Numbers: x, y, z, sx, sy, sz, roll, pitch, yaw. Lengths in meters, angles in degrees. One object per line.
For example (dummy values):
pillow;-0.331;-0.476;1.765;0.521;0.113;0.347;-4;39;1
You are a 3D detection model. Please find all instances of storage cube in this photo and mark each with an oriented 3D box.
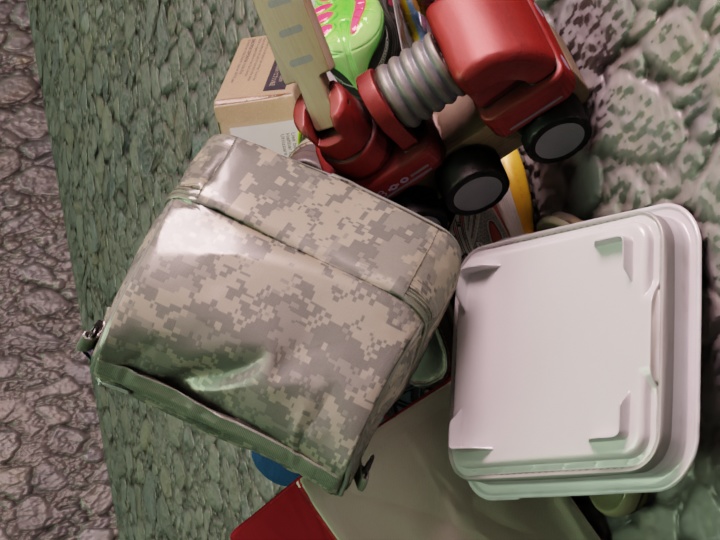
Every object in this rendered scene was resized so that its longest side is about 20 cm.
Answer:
storage cube;0.039;0.195;1.110;0.172;0.199;0.180;57;153;8

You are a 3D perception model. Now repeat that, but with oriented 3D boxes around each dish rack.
dish rack;0.119;0.050;0.955;0.199;0.043;0.174;-12;69;50

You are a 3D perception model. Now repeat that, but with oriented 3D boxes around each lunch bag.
lunch bag;-0.057;0.034;0.988;0.169;0.198;0.140;-61;-5;-35

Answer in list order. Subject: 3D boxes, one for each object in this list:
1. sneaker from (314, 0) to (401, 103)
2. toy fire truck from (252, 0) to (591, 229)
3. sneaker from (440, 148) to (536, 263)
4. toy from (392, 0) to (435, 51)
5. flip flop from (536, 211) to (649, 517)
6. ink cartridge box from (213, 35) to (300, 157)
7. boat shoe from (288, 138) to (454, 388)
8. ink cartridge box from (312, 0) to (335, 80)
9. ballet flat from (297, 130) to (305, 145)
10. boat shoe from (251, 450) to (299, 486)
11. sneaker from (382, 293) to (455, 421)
sneaker;0.003;-0.194;1.206;0.201;0.076;0.084;-74;-31;-52
toy fire truck;0.026;-0.131;0.989;0.200;0.175;0.130;35;-151;-52
sneaker;0.088;0.000;1.107;0.078;0.081;0.202;119;138;-60
toy;0.051;-0.203;1.155;0.115;0.047;0.202;37;-133;-73
flip flop;0.142;0.062;1.012;0.081;0.057;0.202;172;90;-71
ink cartridge box;-0.067;-0.092;1.396;0.165;0.074;0.202;-83;-15;-62
boat shoe;0.000;0.000;1.106;0.074;0.073;0.201;-32;91;24
ink cartridge box;-0.021;-0.202;1.400;0.173;0.043;0.202;162;99;-69
ballet flat;-0.021;-0.098;1.301;0.201;0.066;0.067;75;173;-53
boat shoe;-0.012;0.093;1.225;0.084;0.069;0.200;41;121;-2
sneaker;0.059;0.068;1.224;0.095;0.079;0.202;-157;61;-66
